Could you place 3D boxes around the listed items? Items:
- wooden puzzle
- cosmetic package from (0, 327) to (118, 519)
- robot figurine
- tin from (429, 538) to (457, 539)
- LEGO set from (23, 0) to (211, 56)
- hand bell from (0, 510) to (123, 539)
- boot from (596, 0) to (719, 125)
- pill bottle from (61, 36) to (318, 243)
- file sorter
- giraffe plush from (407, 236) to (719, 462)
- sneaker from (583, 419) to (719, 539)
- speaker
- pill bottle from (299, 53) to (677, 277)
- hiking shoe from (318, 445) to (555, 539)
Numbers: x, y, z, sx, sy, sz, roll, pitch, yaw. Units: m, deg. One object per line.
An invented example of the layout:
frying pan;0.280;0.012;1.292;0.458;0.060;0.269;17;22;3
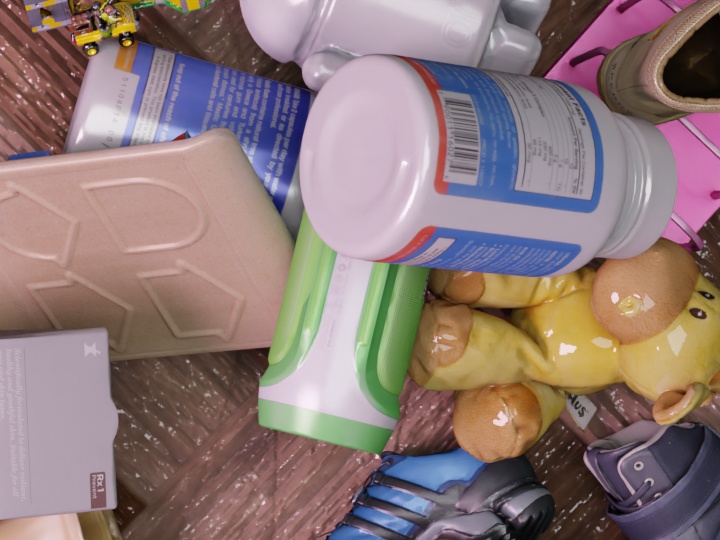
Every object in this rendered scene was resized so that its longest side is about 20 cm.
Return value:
wooden puzzle;-0.139;-0.016;1.660;0.200;0.185;0.046;-10;50;17
cosmetic package;-0.225;0.087;1.641;0.090;0.200;0.107;-3;89;-33
robot figurine;0.012;-0.165;1.718;0.200;0.113;0.170;18;49;-8
tin;-0.008;0.220;1.703;0.200;0.112;0.042;-31;60;17
LEGO set;-0.163;-0.240;1.659;0.154;0.116;0.200;-7;59;1
hand bell;-0.247;0.193;1.713;0.200;0.104;0.104;-20;93;6
boot;0.240;-0.139;1.601;0.200;0.155;0.073;-21;92;-6
pill bottle;-0.077;-0.064;1.707;0.200;0.112;0.112;16;88;-7
file sorter;0.215;-0.123;1.740;0.139;0.125;0.200;42;85;-6
giraffe plush;0.148;0.036;1.678;0.200;0.162;0.173;35;63;-41
sneaker;0.171;0.185;1.753;0.146;0.077;0.202;45;75;-17
speaker;0.000;0.000;1.626;0.088;0.088;0.200;14;86;-8
pill bottle;0.075;-0.053;1.554;0.200;0.112;0.112;7;89;-39
hiking shoe;0.018;0.160;1.754;0.200;0.074;0.087;-23;67;-4
